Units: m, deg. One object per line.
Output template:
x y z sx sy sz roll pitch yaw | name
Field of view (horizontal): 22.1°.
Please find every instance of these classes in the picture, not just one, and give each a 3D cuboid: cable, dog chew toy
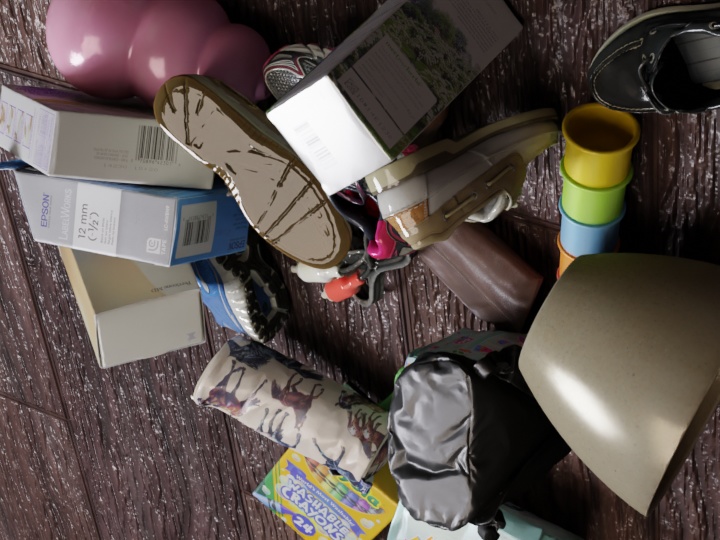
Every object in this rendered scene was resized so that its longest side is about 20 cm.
0.000 0.000 1.615 0.097 0.050 0.200 52 162 -16 | cable
-0.165 -0.191 1.567 0.199 0.125 0.125 21 137 12 | dog chew toy

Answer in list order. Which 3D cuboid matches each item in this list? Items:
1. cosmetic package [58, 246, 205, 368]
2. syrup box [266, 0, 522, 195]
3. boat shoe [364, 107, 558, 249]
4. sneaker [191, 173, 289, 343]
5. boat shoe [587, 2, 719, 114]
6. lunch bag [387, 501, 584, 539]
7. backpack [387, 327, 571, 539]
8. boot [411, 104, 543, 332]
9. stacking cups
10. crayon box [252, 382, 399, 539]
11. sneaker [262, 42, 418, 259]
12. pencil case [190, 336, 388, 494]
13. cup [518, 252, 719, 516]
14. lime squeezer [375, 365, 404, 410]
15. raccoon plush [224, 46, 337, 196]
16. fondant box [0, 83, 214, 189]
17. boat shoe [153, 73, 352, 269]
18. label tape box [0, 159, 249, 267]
-0.219 -0.011 1.707 0.200 0.105 0.071 -120 21 -43 | cosmetic package
0.028 -0.150 1.365 0.079 0.200 0.081 52 139 -11 | syrup box
0.085 -0.069 1.387 0.075 0.200 0.069 -23 91 49 | boat shoe
-0.142 -0.017 1.733 0.089 0.079 0.201 5 129 34 | sneaker
0.232 -0.143 1.305 0.199 0.066 0.075 -6 121 44 | boat shoe
0.117 0.273 1.746 0.170 0.122 0.200 27 145 20 | lunch bag
0.107 0.117 1.552 0.126 0.200 0.168 16 110 29 | backpack
0.090 -0.044 1.518 0.200 0.064 0.186 47 155 0 | boot
0.182 -0.041 1.458 0.060 0.061 0.200 25 143 21 | stacking cups
-0.018 0.212 1.859 0.126 0.052 0.200 40 141 3 | crayon box
-0.011 -0.098 1.441 0.200 0.075 0.081 49 150 18 | sneaker
-0.062 0.136 1.757 0.199 0.078 0.090 27 115 6 | pencil case
0.207 0.065 1.409 0.143 0.200 0.201 30 140 15 | cup
0.074 0.118 1.704 0.199 0.038 0.071 -1 125 40 | lime squeezer
-0.031 -0.109 1.579 0.200 0.134 0.097 -37 82 19 | raccoon plush
-0.223 -0.118 1.597 0.200 0.144 0.059 -156 72 -64 | fondant box
-0.077 -0.087 1.488 0.200 0.066 0.074 47 115 -1 | boat shoe
-0.215 -0.056 1.606 0.199 0.143 0.066 9 100 22 | label tape box
